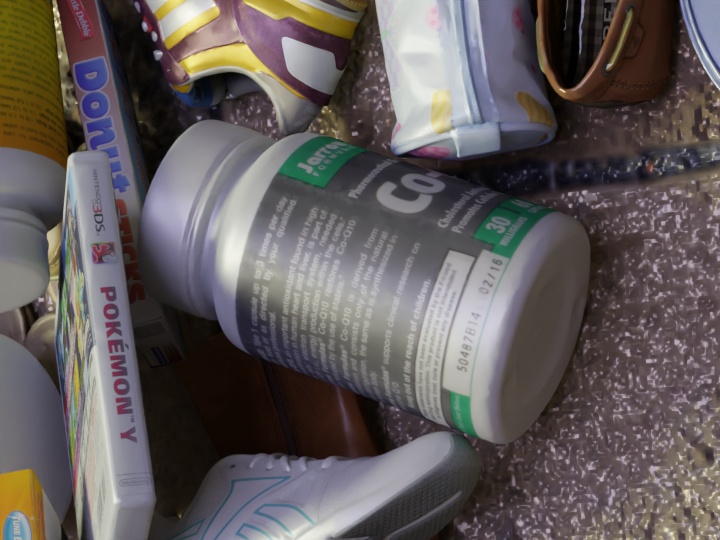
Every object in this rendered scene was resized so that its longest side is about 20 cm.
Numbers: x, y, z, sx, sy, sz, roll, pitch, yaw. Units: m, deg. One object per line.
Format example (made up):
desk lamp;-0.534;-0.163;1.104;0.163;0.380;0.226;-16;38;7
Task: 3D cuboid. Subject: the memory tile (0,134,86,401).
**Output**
memory tile;-0.213;-0.019;1.316;0.199;0.017;0.154;18;99;31

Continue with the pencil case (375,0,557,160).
pencil case;0.046;-0.152;1.110;0.091;0.083;0.201;161;104;-75

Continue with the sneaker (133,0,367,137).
sneaker;-0.094;-0.138;1.207;0.199;0.075;0.091;26;97;31

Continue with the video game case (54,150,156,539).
video game case;-0.129;0.069;1.139;0.200;0.023;0.183;107;155;-61

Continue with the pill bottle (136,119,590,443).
pill bottle;0.000;0.000;1.105;0.199;0.113;0.114;19;99;21

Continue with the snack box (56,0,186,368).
snack box;-0.126;-0.054;1.211;0.024;0.072;0.201;-15;70;2

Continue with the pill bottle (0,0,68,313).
pill bottle;-0.208;-0.082;1.191;0.109;0.109;0.201;-22;65;30

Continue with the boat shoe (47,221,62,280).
boat shoe;-0.232;-0.049;1.279;0.199;0.066;0.074;25;102;30

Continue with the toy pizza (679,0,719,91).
toy pizza;0.235;-0.146;1.022;0.199;0.032;0.202;-2;87;32

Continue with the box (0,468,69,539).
box;-0.156;0.202;1.178;0.041;0.200;0.120;-12;56;3

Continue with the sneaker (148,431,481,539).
sneaker;-0.035;0.116;1.110;0.200;0.070;0.081;-29;62;22

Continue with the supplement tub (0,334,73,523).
supplement tub;-0.272;0.114;1.273;0.199;0.145;0.146;-15;81;33

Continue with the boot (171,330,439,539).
boot;-0.058;0.129;1.182;0.188;0.068;0.201;-35;70;27

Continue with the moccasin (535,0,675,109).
moccasin;0.109;-0.178;1.075;0.073;0.078;0.203;9;94;33
